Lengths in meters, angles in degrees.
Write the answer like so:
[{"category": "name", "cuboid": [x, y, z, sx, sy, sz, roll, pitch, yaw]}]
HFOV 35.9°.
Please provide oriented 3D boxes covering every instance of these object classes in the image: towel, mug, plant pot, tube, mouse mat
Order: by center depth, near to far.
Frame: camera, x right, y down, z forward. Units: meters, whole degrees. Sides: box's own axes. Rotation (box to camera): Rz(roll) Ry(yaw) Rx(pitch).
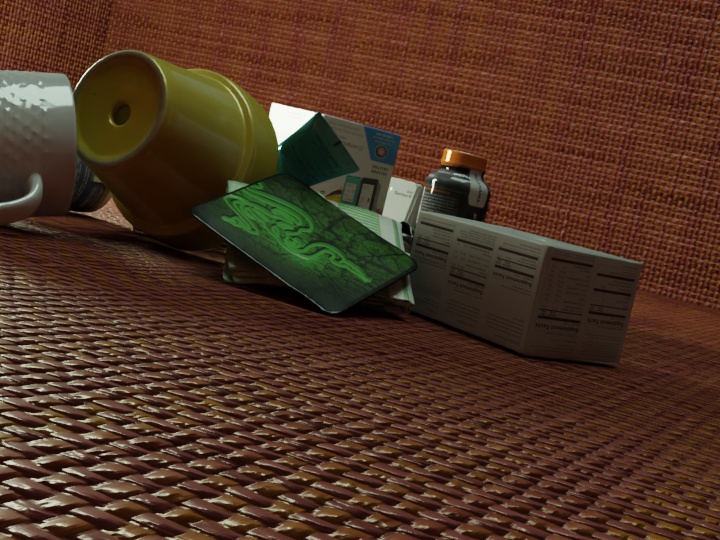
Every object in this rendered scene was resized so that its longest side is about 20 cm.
[{"category": "mug", "cuboid": [-0.382, -0.113, 1.116, 0.172, 0.149, 0.201, -1, 40, -26]}, {"category": "mouse mat", "cuboid": [-0.055, -0.033, 1.127, 0.199, 0.008, 0.160, 34, 35, 22]}, {"category": "towel", "cuboid": [-0.045, -0.024, 1.160, 0.196, 0.024, 0.154, 10, 40, -14]}, {"category": "plant pot", "cuboid": [-0.217, -0.142, 1.222, 0.198, 0.204, 0.189, 15, -7, 26]}, {"category": "tube", "cuboid": [-0.076, -0.122, 1.288, 0.078, 0.051, 0.199, 49, -31, -15]}]

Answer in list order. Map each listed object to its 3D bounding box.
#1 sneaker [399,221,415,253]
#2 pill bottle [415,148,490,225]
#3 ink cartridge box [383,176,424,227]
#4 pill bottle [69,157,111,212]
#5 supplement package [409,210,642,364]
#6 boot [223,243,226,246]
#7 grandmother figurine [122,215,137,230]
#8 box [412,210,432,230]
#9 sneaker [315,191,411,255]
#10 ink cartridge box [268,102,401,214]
[{"category": "sneaker", "cuboid": [0.062, -0.027, 1.571, 0.076, 0.083, 0.200, 13, 5, -2]}, {"category": "pill bottle", "cuboid": [0.141, -0.082, 1.713, 0.104, 0.204, 0.106, 13, 5, -1]}, {"category": "ink cartridge box", "cuboid": [0.061, -0.089, 1.930, 0.143, 0.089, 0.200, 16, -15, 27]}, {"category": "pill bottle", "cuboid": [-0.402, -0.136, 1.371, 0.110, 0.113, 0.199, 16, 5, 32]}, {"category": "supplement package", "cuboid": [0.168, 0.017, 1.184, 0.154, 0.113, 0.199, 9, 7, -38]}, {"category": "boot", "cuboid": [-0.231, -0.078, 1.520, 0.197, 0.071, 0.132, 25, 3, -2]}, {"category": "grandmother figurine", "cuboid": [-0.195, -0.058, 1.393, 0.197, 0.062, 0.121, 16, 4, -6]}, {"category": "box", "cuboid": [0.132, -0.022, 1.564, 0.118, 0.048, 0.200, 48, 3, -10]}, {"category": "sneaker", "cuboid": [-0.015, -0.041, 1.260, 0.197, 0.074, 0.120, 11, 49, -11]}, {"category": "ink cartridge box", "cuboid": [-0.058, -0.120, 1.607, 0.145, 0.204, 0.145, 9, 8, -39]}]
